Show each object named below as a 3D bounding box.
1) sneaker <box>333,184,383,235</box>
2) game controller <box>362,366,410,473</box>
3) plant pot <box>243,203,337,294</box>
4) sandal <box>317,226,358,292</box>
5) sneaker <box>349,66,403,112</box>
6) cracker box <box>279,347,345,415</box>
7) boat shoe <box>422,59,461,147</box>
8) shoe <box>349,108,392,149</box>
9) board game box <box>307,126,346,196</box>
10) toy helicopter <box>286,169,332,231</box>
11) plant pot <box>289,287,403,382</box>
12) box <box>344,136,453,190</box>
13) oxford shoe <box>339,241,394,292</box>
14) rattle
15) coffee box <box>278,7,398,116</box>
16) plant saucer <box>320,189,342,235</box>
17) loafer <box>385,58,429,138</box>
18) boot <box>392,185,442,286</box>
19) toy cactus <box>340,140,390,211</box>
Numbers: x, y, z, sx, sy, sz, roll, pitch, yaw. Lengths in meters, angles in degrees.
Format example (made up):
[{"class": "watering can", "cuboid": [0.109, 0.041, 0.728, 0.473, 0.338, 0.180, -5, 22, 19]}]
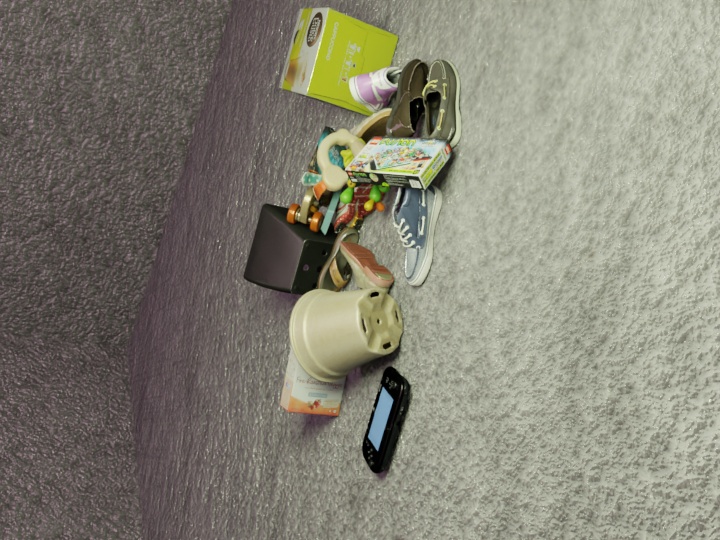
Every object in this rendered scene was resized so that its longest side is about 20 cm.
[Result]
[{"class": "sneaker", "cuboid": [-0.012, -0.169, 1.535, 0.200, 0.077, 0.083, -47, 41, 44]}, {"class": "game controller", "cuboid": [0.047, 0.298, 1.308, 0.104, 0.041, 0.204, 32, 108, 59]}, {"class": "plant pot", "cuboid": [-0.148, -0.031, 1.631, 0.177, 0.197, 0.204, 31, 108, 48]}, {"class": "sandal", "cuboid": [-0.045, -0.003, 1.561, 0.054, 0.081, 0.203, 32, 103, 36]}, {"class": "sneaker", "cuboid": [0.060, -0.405, 1.453, 0.112, 0.200, 0.074, -15, 96, 20]}, {"class": "cracker box", "cuboid": [-0.098, 0.223, 1.497, 0.057, 0.132, 0.204, 11, 90, 60]}, {"class": "boat shoe", "cuboid": [0.158, -0.344, 1.306, 0.071, 0.060, 0.205, -34, 52, 50]}, {"class": "shoe", "cuboid": [0.024, -0.339, 1.533, 0.199, 0.069, 0.055, -25, 67, 58]}, {"class": "board game box", "cuboid": [-0.083, -0.281, 1.748, 0.137, 0.028, 0.201, -63, 33, 26]}, {"class": "toy helicopter", "cuboid": [-0.103, -0.179, 1.588, 0.200, 0.077, 0.135, -42, -31, -72]}, {"class": "plant pot", "cuboid": [-0.016, 0.121, 1.359, 0.182, 0.198, 0.205, -18, 64, 44]}, {"class": "box", "cuboid": [0.073, -0.214, 1.286, 0.198, 0.035, 0.111, 12, 55, 43]}, {"class": "oxford shoe", "cuboid": [0.000, 0.000, 1.456, 0.200, 0.070, 0.075, 50, 128, 49]}, {"class": "rattle", "cuboid": [-0.072, -0.223, 1.529, 0.202, 0.130, 0.142, -60, 20, -22]}, {"class": "coffee box", "cuboid": [-0.057, -0.511, 1.605, 0.197, 0.197, 0.203, 37, 113, 58]}, {"class": "plant saucer", "cuboid": [-0.063, -0.168, 1.588, 0.201, 0.019, 0.071, -73, 6, -54]}, {"class": "loafer", "cuboid": [0.116, -0.355, 1.370, 0.070, 0.073, 0.204, 2, 68, 39]}, {"class": "boot", "cuboid": [0.097, -0.076, 1.294, 0.072, 0.089, 0.204, 7, 86, 60]}, {"class": "toy cactus", "cuboid": [0.032, -0.223, 1.418, 0.199, 0.102, 0.166, -41, 51, 10]}]
